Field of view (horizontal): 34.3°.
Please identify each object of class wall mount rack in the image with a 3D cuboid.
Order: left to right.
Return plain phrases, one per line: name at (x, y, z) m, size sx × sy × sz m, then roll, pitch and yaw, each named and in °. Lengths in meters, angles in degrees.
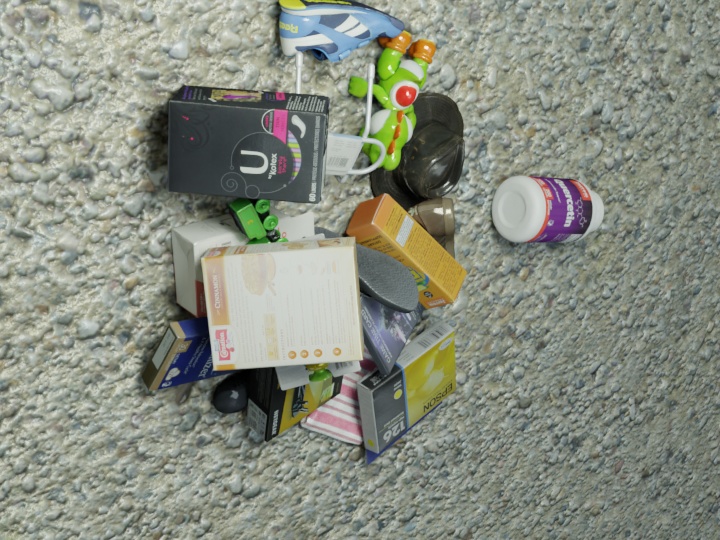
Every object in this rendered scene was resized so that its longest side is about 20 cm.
wall mount rack at (-0.053, -0.204, 1.618) m, size 0.199 × 0.075 × 0.174 m, roll 2°, pitch 131°, yaw -32°

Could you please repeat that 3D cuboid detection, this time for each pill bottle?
pill bottle at (0.327, -0.104, 2.004) m, size 0.199 × 0.112 × 0.113 m, roll -2°, pitch 110°, yaw -41°

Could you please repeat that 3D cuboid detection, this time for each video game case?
video game case at (0.053, 0.043, 1.838) m, size 0.200 × 0.019 × 0.143 m, roll -58°, pitch 135°, yaw -36°

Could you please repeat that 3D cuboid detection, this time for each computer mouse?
computer mouse at (-0.137, 0.166, 1.776) m, size 0.200 × 0.034 × 0.059 m, roll -26°, pitch 123°, yaw -31°

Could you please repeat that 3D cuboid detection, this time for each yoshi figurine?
yoshi figurine at (0.042, -0.246, 1.718) m, size 0.112 × 0.112 × 0.201 m, roll 27°, pitch 76°, yaw -72°

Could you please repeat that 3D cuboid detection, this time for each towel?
towel at (-0.005, 0.184, 1.902) m, size 0.146 × 0.030 × 0.201 m, roll 25°, pitch 92°, yaw -44°

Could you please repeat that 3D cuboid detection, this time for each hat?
hat at (0.112, -0.172, 1.807) m, size 0.200 × 0.081 × 0.202 m, roll -17°, pitch 118°, yaw -34°

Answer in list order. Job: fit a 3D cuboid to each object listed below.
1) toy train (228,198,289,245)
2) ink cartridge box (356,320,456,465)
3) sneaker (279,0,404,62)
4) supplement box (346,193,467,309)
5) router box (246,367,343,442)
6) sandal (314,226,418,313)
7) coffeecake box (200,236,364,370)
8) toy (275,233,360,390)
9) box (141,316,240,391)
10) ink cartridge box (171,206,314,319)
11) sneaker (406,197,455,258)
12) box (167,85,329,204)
toy train at (-0.124, -0.025, 1.604) m, size 0.056 × 0.042 × 0.200 m, roll -32°, pitch 128°, yaw -13°
ink cartridge box at (0.083, 0.213, 1.953) m, size 0.197 × 0.047 × 0.201 m, roll -36°, pitch 135°, yaw -31°
sneaker at (-0.030, -0.333, 1.621) m, size 0.199 × 0.074 × 0.083 m, roll -3°, pitch 113°, yaw -32°
supplement box at (0.073, -0.027, 1.792) m, size 0.200 × 0.066 × 0.069 m, roll 41°, pitch 53°, yaw -26°
router box at (-0.091, 0.142, 1.735) m, size 0.157 × 0.052 × 0.201 m, roll -31°, pitch 147°, yaw -34°
sandal at (0.000, -0.001, 1.749) m, size 0.076 × 0.200 × 0.043 m, roll -60°, pitch -178°, yaw -37°
coffeecake box at (-0.100, 0.043, 1.539) m, size 0.199 × 0.073 × 0.154 m, roll -4°, pitch 102°, yaw 3°
toy at (-0.079, 0.055, 1.603) m, size 0.115 × 0.047 × 0.201 m, roll -14°, pitch 101°, yaw 3°
box at (-0.201, 0.106, 1.651) m, size 0.199 × 0.032 × 0.121 m, roll -11°, pitch 146°, yaw -42°
ink cartridge box at (-0.162, -0.020, 1.647) m, size 0.199 × 0.067 × 0.117 m, roll -17°, pitch 120°, yaw -33°
sneaker at (0.112, -0.057, 1.862) m, size 0.075 × 0.071 × 0.200 m, roll -3°, pitch 150°, yaw 2°
box at (-0.142, -0.164, 1.503) m, size 0.199 × 0.106 × 0.123 m, roll 4°, pitch 110°, yaw 1°
